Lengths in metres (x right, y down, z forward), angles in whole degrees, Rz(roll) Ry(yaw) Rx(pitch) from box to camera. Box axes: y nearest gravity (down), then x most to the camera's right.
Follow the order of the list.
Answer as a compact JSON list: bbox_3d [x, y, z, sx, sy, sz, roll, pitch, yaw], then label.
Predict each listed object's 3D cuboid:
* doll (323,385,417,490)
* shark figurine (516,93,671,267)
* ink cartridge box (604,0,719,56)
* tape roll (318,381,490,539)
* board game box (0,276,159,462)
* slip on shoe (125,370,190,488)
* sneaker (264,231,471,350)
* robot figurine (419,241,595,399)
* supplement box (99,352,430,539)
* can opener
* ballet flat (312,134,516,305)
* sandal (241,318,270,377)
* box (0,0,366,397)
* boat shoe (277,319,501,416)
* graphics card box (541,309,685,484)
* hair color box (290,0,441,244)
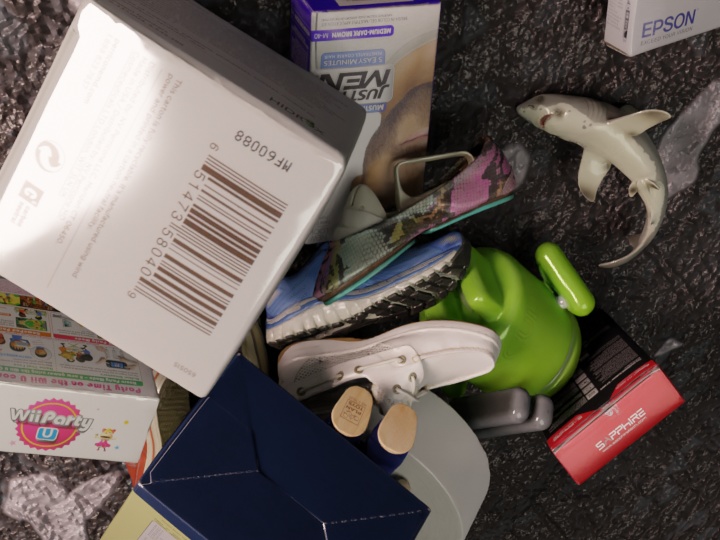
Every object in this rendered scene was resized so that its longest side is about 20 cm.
[{"bbox_3d":[-0.017,0.165,0.930,0.134,0.049,0.201,21,144,-2],"label":"doll"},{"bbox_3d":[0.250,-0.103,0.999,0.127,0.090,0.215,-16,126,33],"label":"shark figurine"},{"bbox_3d":[0.292,-0.296,0.882,0.197,0.041,0.203,-21,128,-23],"label":"ink cartridge box"},{"bbox_3d":[0.019,0.186,1.021,0.071,0.199,0.205,-54,141,-39],"label":"tape roll"},{"bbox_3d":[-0.242,0.048,0.818,0.145,0.201,0.065,11,118,-27],"label":"board game box"},{"bbox_3d":[-0.195,0.150,0.999,0.060,0.074,0.202,22,134,17],"label":"slip on shoe"},{"bbox_3d":[0.000,0.000,0.940,0.197,0.091,0.078,-19,162,14],"label":"sneaker"},{"bbox_3d":[0.133,0.055,1.021,0.175,0.117,0.199,-37,135,19],"label":"robot figurine"},{"bbox_3d":[-0.086,0.211,0.879,0.199,0.135,0.200,39,145,-1],"label":"supplement box"},{"bbox_3d":[0.107,0.151,1.026,0.052,0.068,0.199,16,156,-25],"label":"can opener"},{"bbox_3d":[0.035,-0.049,0.878,0.198,0.069,0.072,-30,99,-12],"label":"ballet flat"},{"bbox_3d":[-0.109,0.121,1.000,0.056,0.080,0.205,-10,112,-12],"label":"sandal"},{"bbox_3d":[-0.129,-0.067,0.767,0.198,0.172,0.201,32,109,-5],"label":"box"},{"bbox_3d":[0.025,0.094,0.924,0.196,0.070,0.071,-10,139,12],"label":"boat shoe"},{"bbox_3d":[0.225,0.117,1.055,0.125,0.200,0.051,-40,102,6],"label":"graphics card box"},{"bbox_3d":[-0.001,-0.128,0.886,0.107,0.065,0.203,-9,126,-18],"label":"hair color box"}]
